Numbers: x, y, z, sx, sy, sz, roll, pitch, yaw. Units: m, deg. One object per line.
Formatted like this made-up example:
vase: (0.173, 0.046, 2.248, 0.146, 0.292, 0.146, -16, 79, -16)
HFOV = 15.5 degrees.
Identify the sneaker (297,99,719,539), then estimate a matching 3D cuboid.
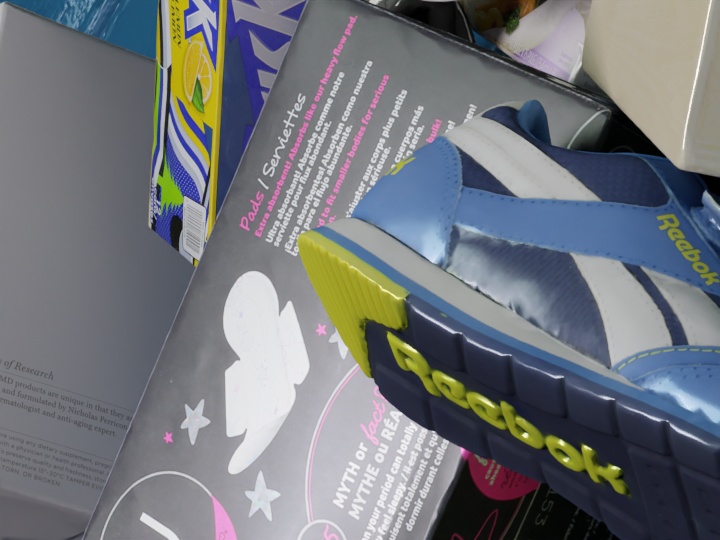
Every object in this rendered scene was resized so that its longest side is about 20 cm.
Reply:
sneaker: (0.077, 0.019, 0.611, 0.200, 0.074, 0.082, 32, 64, 32)

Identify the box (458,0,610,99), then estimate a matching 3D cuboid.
box: (0.050, -0.103, 0.921, 0.039, 0.041, 0.200, -65, 29, 12)

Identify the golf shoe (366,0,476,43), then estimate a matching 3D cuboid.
golf shoe: (0.000, 0.000, 0.873, 0.092, 0.072, 0.201, 137, 138, -79)

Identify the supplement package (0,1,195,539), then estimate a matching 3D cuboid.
supplement package: (-0.133, 0.017, 1.070, 0.121, 0.119, 0.201, -28, 50, 51)

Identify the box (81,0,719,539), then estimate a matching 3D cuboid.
box: (0.022, 0.038, 0.768, 0.114, 0.132, 0.201, 28, 98, 35)

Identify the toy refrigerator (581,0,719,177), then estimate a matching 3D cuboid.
toy refrigerator: (0.105, -0.070, 0.661, 0.200, 0.070, 0.076, -101, 21, -80)

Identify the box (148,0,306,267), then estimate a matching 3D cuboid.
box: (-0.032, -0.103, 0.962, 0.064, 0.070, 0.201, -143, 53, -59)
